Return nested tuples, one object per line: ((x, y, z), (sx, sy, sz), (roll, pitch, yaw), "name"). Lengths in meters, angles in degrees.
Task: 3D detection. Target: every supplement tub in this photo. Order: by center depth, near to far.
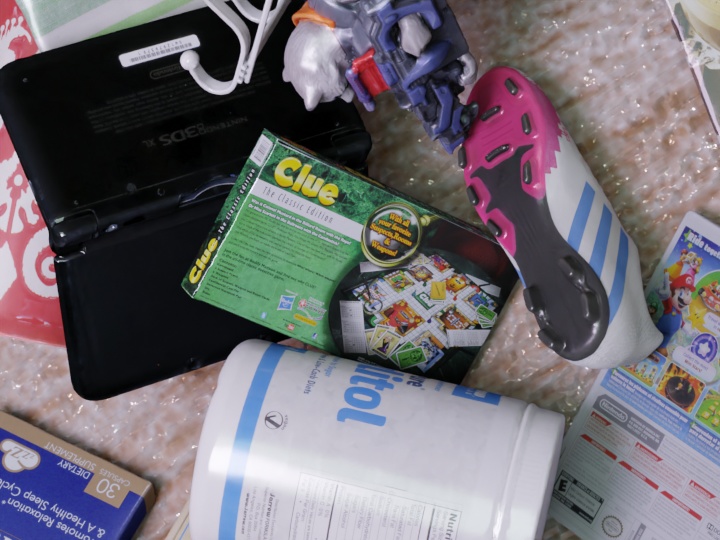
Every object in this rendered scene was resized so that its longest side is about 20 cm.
((0.010, 0.123, 1.471), (0.198, 0.132, 0.133), (12, 94, 7), "supplement tub")

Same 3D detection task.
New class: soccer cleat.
((0.119, -0.028, 1.508), (0.070, 0.086, 0.201), (-36, 59, 33), "soccer cleat")

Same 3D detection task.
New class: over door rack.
((-0.035, -0.210, 1.409), (0.066, 0.148, 0.200), (31, 139, -5), "over door rack")

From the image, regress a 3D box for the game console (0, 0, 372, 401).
((-0.102, -0.047, 1.496), (0.199, 0.117, 0.177), (-18, 69, -20), "game console")

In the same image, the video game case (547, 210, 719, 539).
((0.197, 0.084, 1.477), (0.143, 0.018, 0.201), (35, 101, 41), "video game case")

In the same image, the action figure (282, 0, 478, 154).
((0.035, -0.156, 1.448), (0.193, 0.200, 0.105), (-39, 66, -10), "action figure")

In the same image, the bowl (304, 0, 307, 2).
((-0.029, -0.262, 1.547), (0.199, 0.039, 0.203), (1, 92, 14), "bowl")

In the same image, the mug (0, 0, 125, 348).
((-0.209, -0.063, 1.536), (0.133, 0.177, 0.202), (13, 91, 41), "mug")

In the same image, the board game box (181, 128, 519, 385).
((0.000, 0.000, 1.487), (0.105, 0.199, 0.023), (-59, 35, 9), "board game box")

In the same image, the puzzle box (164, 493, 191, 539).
((-0.015, 0.177, 1.534), (0.199, 0.025, 0.134), (25, 72, 12), "puzzle box")

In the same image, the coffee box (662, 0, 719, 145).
((0.226, -0.181, 1.463), (0.112, 0.080, 0.201), (-23, 86, 14), "coffee box")

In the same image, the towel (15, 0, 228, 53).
((-0.099, -0.108, 1.515), (0.152, 0.023, 0.201), (-29, 103, -18), "towel")

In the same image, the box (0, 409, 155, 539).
((-0.226, 0.192, 1.560), (0.120, 0.032, 0.201), (24, 64, 12), "box")
